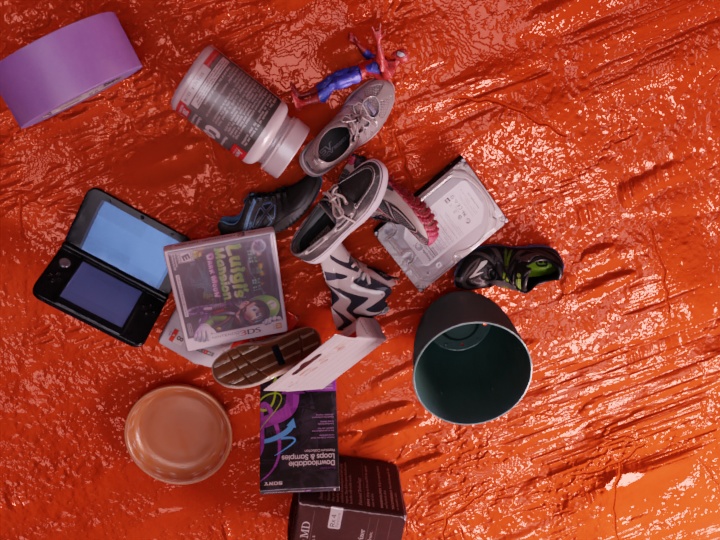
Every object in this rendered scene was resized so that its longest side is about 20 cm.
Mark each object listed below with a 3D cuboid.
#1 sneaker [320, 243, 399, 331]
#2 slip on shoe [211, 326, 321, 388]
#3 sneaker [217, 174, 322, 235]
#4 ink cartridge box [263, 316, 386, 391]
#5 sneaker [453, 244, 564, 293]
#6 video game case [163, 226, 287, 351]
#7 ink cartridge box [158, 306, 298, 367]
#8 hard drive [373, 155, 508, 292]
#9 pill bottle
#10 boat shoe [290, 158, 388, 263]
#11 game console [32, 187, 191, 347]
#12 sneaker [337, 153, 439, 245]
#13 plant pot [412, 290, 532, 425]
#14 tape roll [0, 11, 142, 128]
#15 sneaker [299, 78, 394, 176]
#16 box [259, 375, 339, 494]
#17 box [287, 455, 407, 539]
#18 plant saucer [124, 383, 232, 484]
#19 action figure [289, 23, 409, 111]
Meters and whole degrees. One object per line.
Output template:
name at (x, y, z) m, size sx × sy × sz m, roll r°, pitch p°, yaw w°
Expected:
sneaker at (0.000, 0.000, 1.235) m, size 0.126 × 0.080 × 0.204 m, roll -12°, pitch 108°, yaw -1°
slip on shoe at (-0.162, 0.153, 1.266) m, size 0.196 × 0.061 × 0.078 m, roll -22°, pitch 79°, yaw -12°
sneaker at (-0.149, -0.102, 1.195) m, size 0.199 × 0.073 × 0.082 m, roll -39°, pitch 105°, yaw 8°
ink cartridge box at (-0.061, 0.137, 1.191) m, size 0.159 × 0.199 × 0.048 m, roll -38°, pitch 69°, yaw 16°
sneaker at (0.258, -0.002, 1.248) m, size 0.194 × 0.083 × 0.073 m, roll -6°, pitch 114°, yaw -1°
video game case at (-0.219, 0.034, 1.199) m, size 0.177 × 0.024 × 0.204 m, roll -11°, pitch 124°, yaw -10°
ink cartridge box at (-0.232, 0.105, 1.269) m, size 0.198 × 0.050 × 0.164 m, roll 32°, pitch 104°, yaw -10°
hard drive at (0.137, -0.078, 1.241) m, size 0.198 × 0.038 × 0.140 m, roll -38°, pitch 106°, yaw 9°
pill bottle at (-0.184, -0.242, 1.126) m, size 0.198 × 0.114 × 0.115 m, roll 36°, pitch 103°, yaw -13°
boat shoe at (-0.037, -0.097, 1.133) m, size 0.199 × 0.068 × 0.074 m, roll -43°, pitch 67°, yaw 12°
game console at (-0.405, -0.005, 1.191) m, size 0.197 × 0.173 × 0.119 m, roll 28°, pitch 131°, yaw -12°
sneaker at (0.047, -0.106, 1.184) m, size 0.199 × 0.080 × 0.075 m, roll 41°, pitch 111°, yaw 20°
plant pot at (0.179, 0.131, 1.237) m, size 0.195 × 0.162 × 0.205 m, roll -1°, pitch 118°, yaw -2°
tape roll at (-0.424, -0.291, 1.049) m, size 0.196 × 0.201 × 0.086 m, roll -26°, pitch 109°, yaw 5°
sneaker at (-0.010, -0.225, 1.148) m, size 0.075 × 0.082 × 0.201 m, roll 42°, pitch 84°, yaw -15°
box at (-0.108, 0.287, 1.278) m, size 0.139 × 0.036 × 0.205 m, roll -2°, pitch 66°, yaw -4°
box at (-0.030, 0.461, 1.336) m, size 0.194 × 0.165 × 0.170 m, roll 9°, pitch 108°, yaw -6°
plant saucer at (-0.333, 0.297, 1.331) m, size 0.194 × 0.038 × 0.206 m, roll -1°, pitch 109°, yaw -4°
action figure at (-0.022, -0.329, 1.129) m, size 0.195 × 0.066 × 0.101 m, roll -16°, pitch 125°, yaw 1°
